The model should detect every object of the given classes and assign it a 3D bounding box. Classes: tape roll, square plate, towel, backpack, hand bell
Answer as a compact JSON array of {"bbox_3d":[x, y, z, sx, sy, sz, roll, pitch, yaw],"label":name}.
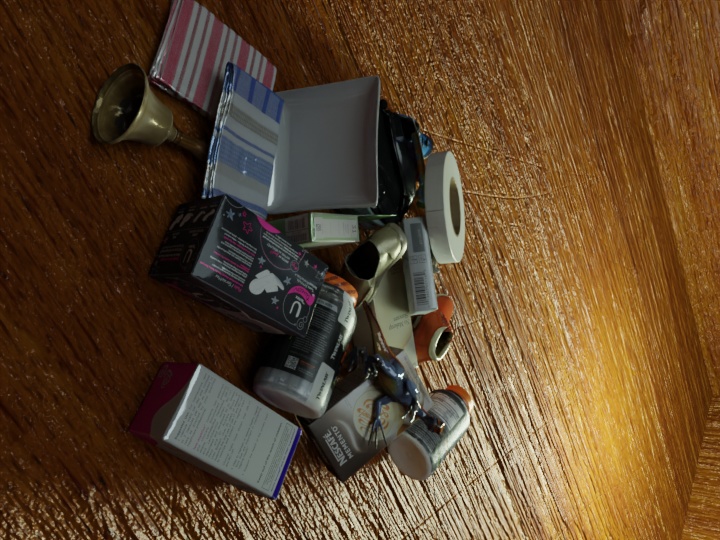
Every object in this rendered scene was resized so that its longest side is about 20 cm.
[{"bbox_3d":[0.158,-0.116,1.065,0.202,0.036,0.209,-4,90,-71],"label":"tape roll"},{"bbox_3d":[-0.058,-0.192,0.909,0.028,0.193,0.206,19,71,-66],"label":"square plate"},{"bbox_3d":[-0.168,-0.183,0.858,0.146,0.023,0.206,19,79,-63],"label":"towel"},{"bbox_3d":[0.012,-0.173,1.022,0.167,0.125,0.203,-43,118,-27],"label":"backpack"},{"bbox_3d":[-0.249,-0.180,0.787,0.199,0.102,0.107,27,66,-56],"label":"hand bell"},{"bbox_3d":[-0.212,-0.293,0.865,0.198,0.029,0.150,28,66,-45],"label":"towel"}]

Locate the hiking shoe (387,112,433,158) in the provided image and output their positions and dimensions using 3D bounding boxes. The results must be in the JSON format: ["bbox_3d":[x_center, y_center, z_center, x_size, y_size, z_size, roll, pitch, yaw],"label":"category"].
[{"bbox_3d":[0.092,-0.260,1.145,0.197,0.085,0.077,2,84,-47],"label":"hiking shoe"}]

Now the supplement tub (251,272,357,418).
[{"bbox_3d":[-0.079,0.111,0.894,0.122,0.121,0.204,41,58,-36],"label":"supplement tub"}]

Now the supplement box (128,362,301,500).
[{"bbox_3d":[-0.190,0.216,0.778,0.200,0.100,0.105,43,57,-36],"label":"supplement box"}]

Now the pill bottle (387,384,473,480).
[{"bbox_3d":[0.146,0.306,1.129,0.199,0.105,0.109,-32,108,-44],"label":"pill bottle"}]

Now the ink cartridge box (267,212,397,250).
[{"bbox_3d":[-0.053,-0.060,0.924,0.197,0.143,0.049,-1,86,-47],"label":"ink cartridge box"}]

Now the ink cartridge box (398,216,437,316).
[{"bbox_3d":[0.095,0.002,1.078,0.046,0.200,0.165,-7,82,-6],"label":"ink cartridge box"}]

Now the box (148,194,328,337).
[{"bbox_3d":[-0.166,0.002,0.804,0.199,0.130,0.117,36,64,-38],"label":"box"}]

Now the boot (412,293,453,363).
[{"bbox_3d":[0.156,0.116,1.162,0.200,0.106,0.076,-48,117,-40],"label":"boot"}]

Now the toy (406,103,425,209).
[{"bbox_3d":[0.101,-0.193,1.084,0.202,0.046,0.117,66,11,-49],"label":"toy"}]

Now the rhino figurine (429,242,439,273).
[{"bbox_3d":[0.152,-0.076,1.184,0.201,0.058,0.090,-59,148,-60],"label":"rhino figurine"}]

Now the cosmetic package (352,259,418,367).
[{"bbox_3d":[0.037,0.090,1.059,0.102,0.072,0.206,-15,96,-47],"label":"cosmetic package"}]

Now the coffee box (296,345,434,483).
[{"bbox_3d":[0.009,0.231,0.948,0.198,0.079,0.116,-35,101,-19],"label":"coffee box"}]

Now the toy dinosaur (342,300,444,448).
[{"bbox_3d":[0.067,0.173,0.887,0.180,0.104,0.205,31,65,-36],"label":"toy dinosaur"}]

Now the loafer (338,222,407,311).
[{"bbox_3d":[0.000,0.000,0.956,0.067,0.201,0.076,-14,58,-45],"label":"loafer"}]
